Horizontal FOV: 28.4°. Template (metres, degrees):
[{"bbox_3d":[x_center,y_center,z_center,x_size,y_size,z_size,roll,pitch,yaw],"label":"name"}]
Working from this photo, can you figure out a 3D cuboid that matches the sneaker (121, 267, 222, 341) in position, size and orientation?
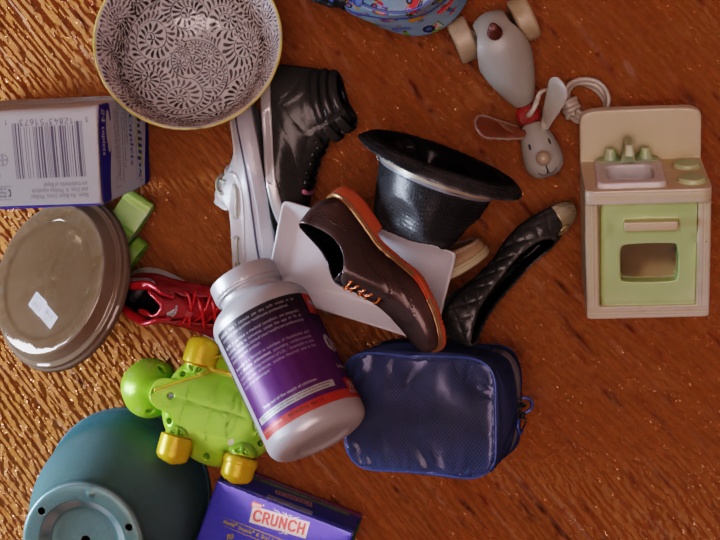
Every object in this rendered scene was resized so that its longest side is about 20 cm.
[{"bbox_3d":[-0.180,0.050,1.582,0.198,0.116,0.079,8,100,6],"label":"sneaker"}]

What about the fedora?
[{"bbox_3d":[0.072,-0.077,1.491,0.199,0.201,0.092,19,104,3],"label":"fedora"}]

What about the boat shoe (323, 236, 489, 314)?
[{"bbox_3d":[0.042,-0.008,1.570,0.199,0.071,0.065,-17,97,10],"label":"boat shoe"}]

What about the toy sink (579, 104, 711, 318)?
[{"bbox_3d":[0.297,-0.060,1.490,0.129,0.112,0.202,-1,112,6],"label":"toy sink"}]

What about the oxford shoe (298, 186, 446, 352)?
[{"bbox_3d":[0.011,0.012,1.476,0.072,0.071,0.200,-34,83,-31],"label":"oxford shoe"}]

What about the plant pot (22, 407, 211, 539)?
[{"bbox_3d":[-0.285,0.274,1.593,0.198,0.188,0.202,1,99,7],"label":"plant pot"}]

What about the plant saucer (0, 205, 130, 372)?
[{"bbox_3d":[-0.338,0.012,1.585,0.199,0.029,0.202,-10,72,31],"label":"plant saucer"}]

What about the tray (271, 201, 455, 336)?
[{"bbox_3d":[0.000,0.000,1.538,0.199,0.022,0.108,17,107,13],"label":"tray"}]

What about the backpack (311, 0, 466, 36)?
[{"bbox_3d":[0.027,-0.343,1.482,0.199,0.135,0.183,29,100,6],"label":"backpack"}]

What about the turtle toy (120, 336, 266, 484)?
[{"bbox_3d":[-0.175,0.150,1.602,0.198,0.101,0.147,16,85,3],"label":"turtle toy"}]

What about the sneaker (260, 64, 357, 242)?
[{"bbox_3d":[-0.051,-0.130,1.561,0.098,0.071,0.202,-4,94,12],"label":"sneaker"}]

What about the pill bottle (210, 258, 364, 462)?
[{"bbox_3d":[-0.083,0.092,1.500,0.112,0.112,0.201,-30,73,10],"label":"pill bottle"}]

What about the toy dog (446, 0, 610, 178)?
[{"bbox_3d":[0.168,-0.199,1.513,0.132,0.096,0.200,-43,92,11],"label":"toy dog"}]

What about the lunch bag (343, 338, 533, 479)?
[{"bbox_3d":[0.089,0.144,1.556,0.198,0.132,0.137,4,98,18],"label":"lunch bag"}]

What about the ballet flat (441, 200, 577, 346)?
[{"bbox_3d":[0.166,0.004,1.545,0.200,0.067,0.057,-45,61,-5],"label":"ballet flat"}]

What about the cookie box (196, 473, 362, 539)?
[{"bbox_3d":[-0.110,0.350,1.641,0.170,0.075,0.201,21,101,3],"label":"cookie box"}]

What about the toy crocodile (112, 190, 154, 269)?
[{"bbox_3d":[-0.302,-0.003,1.616,0.067,0.062,0.200,38,101,0],"label":"toy crocodile"}]

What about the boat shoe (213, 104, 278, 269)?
[{"bbox_3d":[-0.131,-0.084,1.577,0.066,0.074,0.202,-8,98,6],"label":"boat shoe"}]

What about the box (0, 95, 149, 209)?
[{"bbox_3d":[-0.337,-0.129,1.530,0.182,0.200,0.106,-1,101,7],"label":"box"}]

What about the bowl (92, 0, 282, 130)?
[{"bbox_3d":[-0.183,-0.230,1.536,0.199,0.094,0.202,1,75,-2],"label":"bowl"}]
